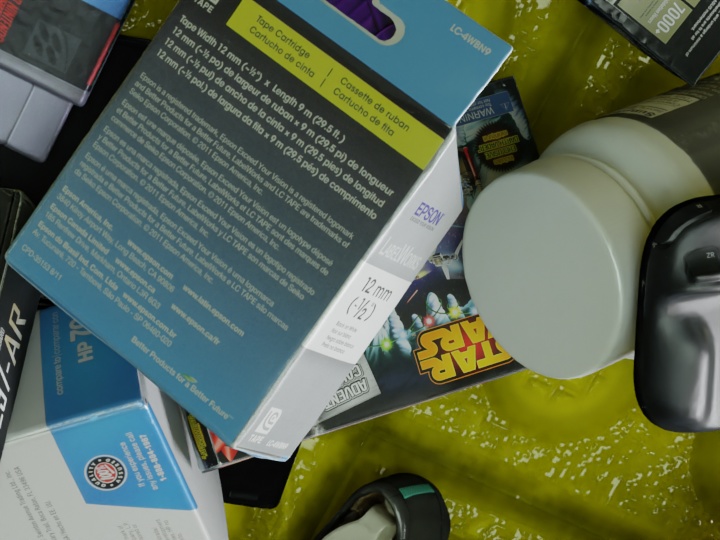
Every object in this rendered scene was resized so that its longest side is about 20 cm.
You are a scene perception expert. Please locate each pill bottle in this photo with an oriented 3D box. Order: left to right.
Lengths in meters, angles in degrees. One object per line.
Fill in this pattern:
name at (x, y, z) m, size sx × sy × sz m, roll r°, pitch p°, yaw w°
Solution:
pill bottle at (0.148, -0.025, 1.081) m, size 0.200 × 0.113 × 0.114 m, roll -23°, pitch 114°, yaw -40°

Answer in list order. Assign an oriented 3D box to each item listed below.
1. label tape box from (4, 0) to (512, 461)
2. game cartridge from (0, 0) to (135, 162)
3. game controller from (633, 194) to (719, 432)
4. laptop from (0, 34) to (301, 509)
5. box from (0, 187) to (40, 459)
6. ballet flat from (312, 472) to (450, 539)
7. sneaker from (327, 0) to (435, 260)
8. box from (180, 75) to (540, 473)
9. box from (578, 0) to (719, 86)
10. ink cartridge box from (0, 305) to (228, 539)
label tape box at (-0.036, -0.042, 0.996) m, size 0.143 × 0.066 × 0.200 m, roll 37°, pitch 94°, yaw 24°
game cartridge at (-0.153, -0.164, 1.062) m, size 0.129 × 0.038 × 0.201 m, roll 26°, pitch 91°, yaw -12°
game controller at (0.207, 0.014, 1.021) m, size 0.199 × 0.042 × 0.105 m, roll -6°, pitch 117°, yaw -25°
laptop at (-0.109, 0.002, 1.150) m, size 0.186 × 0.116 × 0.200 m, roll 9°, pitch 134°, yaw -11°
box at (-0.248, 0.041, 1.034) m, size 0.199 × 0.161 × 0.044 m, roll 1°, pitch 150°, yaw 15°
ballet flat at (-0.035, 0.179, 1.184) m, size 0.068 × 0.068 × 0.200 m, roll 39°, pitch 95°, yaw 23°
sneaker at (-0.013, -0.089, 1.066) m, size 0.099 × 0.070 × 0.201 m, roll -3°, pitch 63°, yaw -5°
box at (0.000, 0.000, 1.100) m, size 0.199 × 0.040 × 0.137 m, roll -17°, pitch 86°, yaw -19°
box at (0.146, -0.217, 1.080) m, size 0.164 × 0.086 × 0.200 m, roll 36°, pitch 97°, yaw -17°
ink cartridge box at (-0.175, 0.107, 1.096) m, size 0.199 × 0.086 × 0.147 m, roll -15°, pitch 134°, yaw 4°
